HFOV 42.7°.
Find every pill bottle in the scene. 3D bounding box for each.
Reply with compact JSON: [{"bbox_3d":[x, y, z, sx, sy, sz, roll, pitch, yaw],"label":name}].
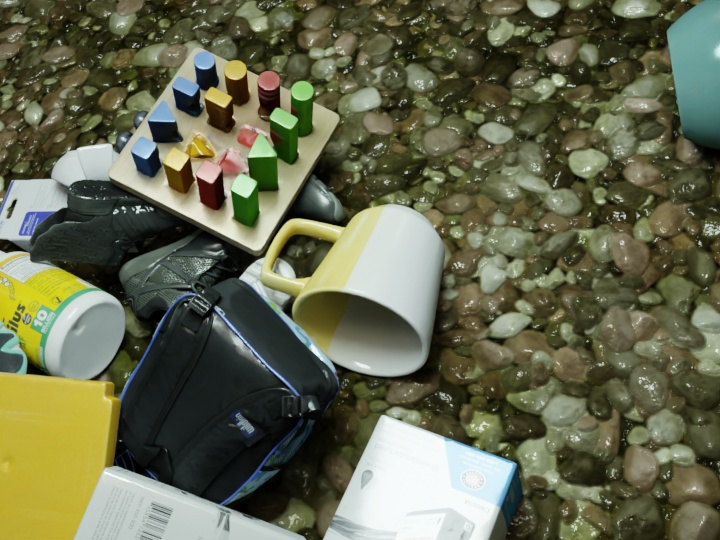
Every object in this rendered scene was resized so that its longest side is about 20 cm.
[{"bbox_3d":[-0.385,0.045,1.084,0.200,0.113,0.113,24,67,24],"label":"pill bottle"}]

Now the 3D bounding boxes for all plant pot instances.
[{"bbox_3d":[0.430,-0.223,1.020,0.161,0.201,0.201,-9,56,21],"label":"plant pot"}]

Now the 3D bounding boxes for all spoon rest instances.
[{"bbox_3d":[-0.333,-0.123,1.147,0.099,0.200,0.061,-10,98,-17],"label":"spoon rest"}]

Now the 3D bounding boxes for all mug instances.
[{"bbox_3d":[0.009,0.000,0.994,0.149,0.187,0.153,-29,30,49],"label":"mug"}]

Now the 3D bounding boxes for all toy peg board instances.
[{"bbox_3d":[-0.153,-0.157,1.037,0.199,0.098,0.200,27,69,6],"label":"toy peg board"}]

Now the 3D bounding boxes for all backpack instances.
[{"bbox_3d":[-0.132,0.130,0.935,0.183,0.147,0.200,43,113,13],"label":"backpack"}]

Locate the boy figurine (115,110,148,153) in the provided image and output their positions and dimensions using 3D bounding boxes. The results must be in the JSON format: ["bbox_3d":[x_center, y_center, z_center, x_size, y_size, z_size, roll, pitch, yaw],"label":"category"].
[{"bbox_3d":[-0.224,-0.167,1.170,0.200,0.064,0.124,11,59,41],"label":"boy figurine"}]

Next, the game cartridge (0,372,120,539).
[{"bbox_3d":[-0.343,0.191,0.917,0.200,0.032,0.177,4,82,8],"label":"game cartridge"}]

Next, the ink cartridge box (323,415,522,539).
[{"bbox_3d":[0.049,0.259,0.866,0.145,0.084,0.200,17,64,22],"label":"ink cartridge box"}]

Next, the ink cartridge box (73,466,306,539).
[{"bbox_3d":[-0.165,0.283,0.844,0.200,0.083,0.147,22,78,-3],"label":"ink cartridge box"}]

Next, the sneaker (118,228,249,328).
[{"bbox_3d":[-0.180,0.008,1.084,0.199,0.076,0.114,-26,58,0],"label":"sneaker"}]

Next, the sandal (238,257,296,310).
[{"bbox_3d":[-0.145,0.072,1.049,0.203,0.050,0.082,-43,79,2],"label":"sandal"}]

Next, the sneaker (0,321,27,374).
[{"bbox_3d":[-0.414,0.162,1.017,0.078,0.140,0.200,-4,64,-39],"label":"sneaker"}]

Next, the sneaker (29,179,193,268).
[{"bbox_3d":[-0.282,-0.050,1.087,0.200,0.104,0.060,4,33,-23],"label":"sneaker"}]

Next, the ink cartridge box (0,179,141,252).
[{"bbox_3d":[-0.372,-0.072,1.198,0.200,0.039,0.100,2,58,13],"label":"ink cartridge box"}]

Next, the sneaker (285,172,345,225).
[{"bbox_3d":[-0.104,-0.087,1.130,0.200,0.075,0.079,25,70,35],"label":"sneaker"}]

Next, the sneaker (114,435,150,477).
[{"bbox_3d":[-0.274,0.205,0.979,0.070,0.078,0.200,27,68,26],"label":"sneaker"}]
